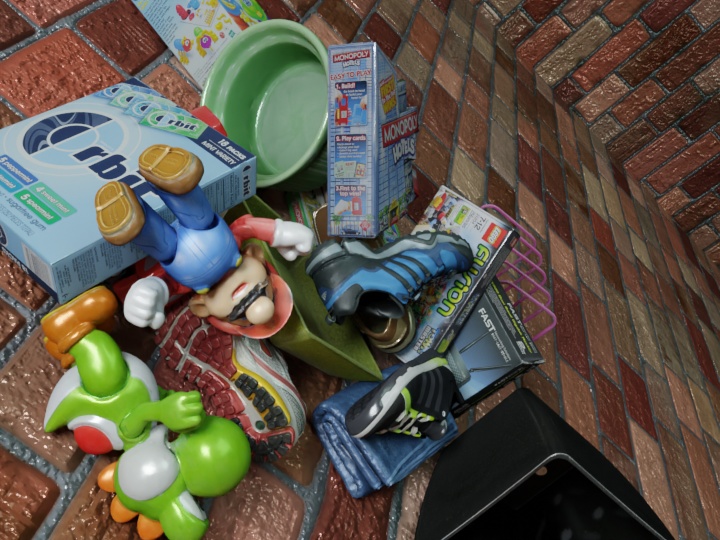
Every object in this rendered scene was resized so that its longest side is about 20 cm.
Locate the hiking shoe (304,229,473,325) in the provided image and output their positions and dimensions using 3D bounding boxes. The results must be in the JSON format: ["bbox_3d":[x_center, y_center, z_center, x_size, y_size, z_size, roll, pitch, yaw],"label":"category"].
[{"bbox_3d":[0.039,0.013,0.801,0.199,0.074,0.087,-7,64,-26],"label":"hiking shoe"}]

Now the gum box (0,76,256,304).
[{"bbox_3d":[-0.216,-0.079,0.631,0.170,0.045,0.200,34,48,25],"label":"gum box"}]

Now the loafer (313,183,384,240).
[{"bbox_3d":[-0.007,-0.067,0.966,0.072,0.063,0.201,13,47,-48],"label":"loafer"}]

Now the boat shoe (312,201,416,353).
[{"bbox_3d":[0.000,0.000,0.872,0.201,0.075,0.074,59,11,23],"label":"boat shoe"}]

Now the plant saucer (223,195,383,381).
[{"bbox_3d":[-0.070,0.025,0.791,0.201,0.048,0.200,61,9,28],"label":"plant saucer"}]

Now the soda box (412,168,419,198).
[{"bbox_3d":[-0.003,-0.167,1.144,0.200,0.063,0.070,33,33,-28],"label":"soda box"}]

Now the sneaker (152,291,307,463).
[{"bbox_3d":[-0.122,0.082,0.704,0.201,0.078,0.082,57,17,4],"label":"sneaker"}]

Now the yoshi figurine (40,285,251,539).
[{"bbox_3d":[-0.156,0.107,0.583,0.201,0.112,0.112,57,23,5],"label":"yoshi figurine"}]

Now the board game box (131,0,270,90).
[{"bbox_3d":[-0.210,-0.348,1.024,0.200,0.105,0.103,52,29,1],"label":"board game box"}]

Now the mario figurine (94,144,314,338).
[{"bbox_3d":[-0.105,-0.002,0.579,0.200,0.123,0.107,54,27,-53],"label":"mario figurine"}]

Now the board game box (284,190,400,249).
[{"bbox_3d":[-0.013,-0.050,1.033,0.199,0.029,0.135,19,43,-43],"label":"board game box"}]

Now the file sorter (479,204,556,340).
[{"bbox_3d":[0.207,0.015,1.161,0.139,0.125,0.201,35,33,-24],"label":"file sorter"}]

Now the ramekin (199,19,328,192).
[{"bbox_3d":[-0.091,-0.192,0.924,0.098,0.200,0.201,10,48,-58],"label":"ramekin"}]

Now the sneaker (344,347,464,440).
[{"bbox_3d":[0.060,0.138,0.776,0.083,0.072,0.200,53,29,10],"label":"sneaker"}]

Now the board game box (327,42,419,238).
[{"bbox_3d":[0.019,-0.161,0.872,0.200,0.061,0.201,-40,129,-60],"label":"board game box"}]

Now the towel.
[{"bbox_3d":[0.034,0.166,0.832,0.112,0.049,0.200,56,30,12],"label":"towel"}]

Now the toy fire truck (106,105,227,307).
[{"bbox_3d":[-0.172,-0.059,0.705,0.049,0.140,0.200,67,-3,-49],"label":"toy fire truck"}]

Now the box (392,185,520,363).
[{"bbox_3d":[0.090,0.012,0.902,0.110,0.201,0.035,34,5,28],"label":"box"}]

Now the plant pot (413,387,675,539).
[{"bbox_3d":[0.186,0.251,0.814,0.200,0.199,0.178,41,20,-16],"label":"plant pot"}]

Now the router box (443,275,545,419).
[{"bbox_3d":[0.115,0.068,0.950,0.062,0.150,0.201,5,52,-51],"label":"router box"}]
